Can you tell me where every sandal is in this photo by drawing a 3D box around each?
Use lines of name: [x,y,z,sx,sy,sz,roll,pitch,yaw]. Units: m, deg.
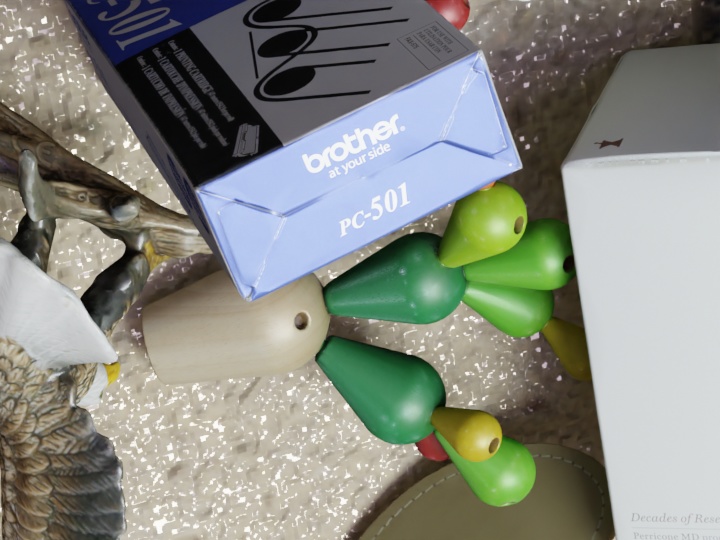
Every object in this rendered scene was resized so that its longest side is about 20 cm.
sandal: [0.023,0.148,0.966,0.211,0.078,0.070,-38,150,7]

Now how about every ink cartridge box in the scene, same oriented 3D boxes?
ink cartridge box: [-0.030,-0.065,0.768,0.094,0.200,0.044,-26,118,-7]

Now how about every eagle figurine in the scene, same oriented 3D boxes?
eagle figurine: [-0.126,0.054,0.824,0.151,0.152,0.201,22,100,-40]

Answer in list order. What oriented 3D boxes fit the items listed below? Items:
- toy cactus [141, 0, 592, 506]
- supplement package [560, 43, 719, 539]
toy cactus: [0.000,0.000,0.882,0.164,0.102,0.201,-15,120,8]
supplement package: [0.155,0.025,0.890,0.117,0.117,0.201,-2,115,21]
